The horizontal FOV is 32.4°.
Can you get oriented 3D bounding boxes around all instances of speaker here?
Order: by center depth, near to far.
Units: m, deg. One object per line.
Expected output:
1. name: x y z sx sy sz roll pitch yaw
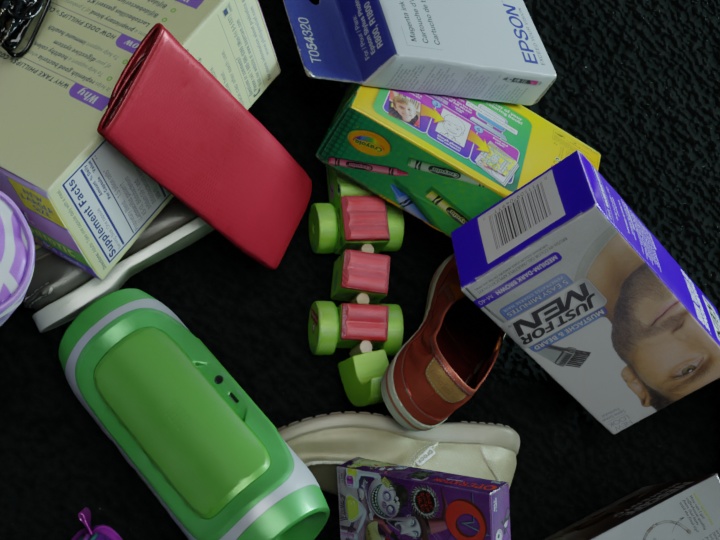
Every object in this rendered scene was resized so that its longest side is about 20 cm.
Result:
1. speaker: -0.110 0.105 0.801 0.088 0.089 0.200 -35 67 -21

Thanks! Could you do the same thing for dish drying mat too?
1. dish drying mat: -0.094 -0.073 0.803 0.018 0.200 0.077 20 77 34

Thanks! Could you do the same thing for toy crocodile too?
1. toy crocodile: 0.000 0.000 0.900 0.067 0.062 0.202 3 73 -15

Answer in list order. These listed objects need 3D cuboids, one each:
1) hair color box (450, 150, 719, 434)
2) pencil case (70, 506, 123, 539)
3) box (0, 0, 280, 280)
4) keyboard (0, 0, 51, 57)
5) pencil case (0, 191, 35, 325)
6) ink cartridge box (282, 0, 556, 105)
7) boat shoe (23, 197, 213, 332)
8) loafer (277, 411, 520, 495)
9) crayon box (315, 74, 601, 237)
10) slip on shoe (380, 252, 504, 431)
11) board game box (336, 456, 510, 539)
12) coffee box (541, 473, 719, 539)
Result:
1. hair color box: 0.165 0.022 0.865 0.200 0.109 0.065 40 28 -35
2. pencil case: -0.104 0.233 0.770 0.199 0.085 0.093 27 87 -8
3. box: -0.186 -0.125 0.827 0.175 0.097 0.200 26 65 26
4. keyboard: -0.232 -0.163 0.792 0.040 0.104 0.201 48 57 -38
5. pencil case: -0.251 0.003 0.761 0.083 0.200 0.086 0 81 -26
6. ink cartridge box: 0.031 -0.218 0.927 0.199 0.043 0.198 2 56 -32
7. boat shoe: -0.150 -0.034 0.863 0.201 0.072 0.061 -34 90 -17
8. loafer: 0.021 0.140 0.859 0.198 0.076 0.069 2 68 -16
9. crayon box: 0.077 -0.085 0.920 0.199 0.058 0.119 30 41 -7
10. slip on shoe: 0.078 0.037 0.881 0.074 0.061 0.200 49 38 -9
11. board game box: 0.042 0.226 0.787 0.032 0.119 0.202 -14 103 -56
12. coffee box: 0.160 0.220 0.855 0.199 0.113 0.080 -22 82 -19
